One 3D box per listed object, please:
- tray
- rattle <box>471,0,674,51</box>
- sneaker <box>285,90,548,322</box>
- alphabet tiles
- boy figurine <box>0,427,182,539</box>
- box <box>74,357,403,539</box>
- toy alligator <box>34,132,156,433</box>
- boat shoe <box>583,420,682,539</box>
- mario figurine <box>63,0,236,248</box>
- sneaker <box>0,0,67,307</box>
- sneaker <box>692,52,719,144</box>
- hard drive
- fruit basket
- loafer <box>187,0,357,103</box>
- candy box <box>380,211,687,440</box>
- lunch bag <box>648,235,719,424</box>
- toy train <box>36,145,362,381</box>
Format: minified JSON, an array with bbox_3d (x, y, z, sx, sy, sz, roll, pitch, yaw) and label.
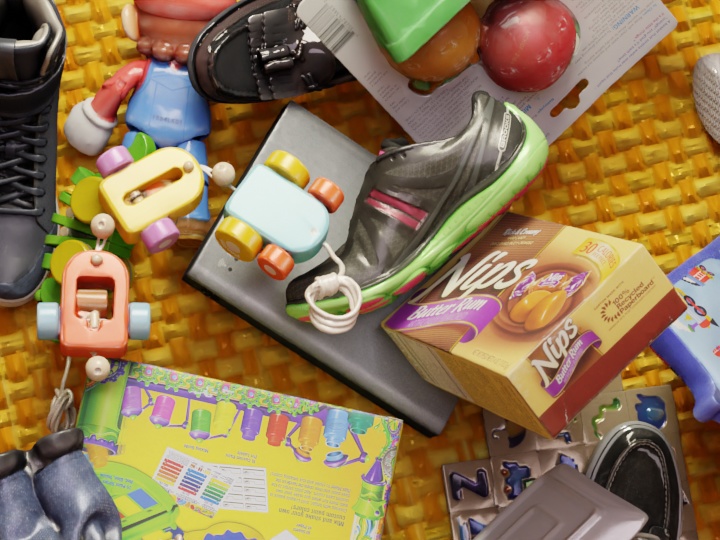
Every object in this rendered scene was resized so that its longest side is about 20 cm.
[{"bbox_3d":[0.082,0.200,1.392,0.200,0.107,0.022,-42,119,-11],"label":"tray"},{"bbox_3d":[0.114,-0.228,1.476,0.200,0.143,0.131,40,78,-19],"label":"rattle"},{"bbox_3d":[0.028,-0.039,1.409,0.200,0.077,0.084,-39,84,-3],"label":"sneaker"},{"bbox_3d":[0.139,0.152,1.465,0.165,0.008,0.202,-7,75,-7],"label":"alphabet tiles"},{"bbox_3d":[-0.154,0.193,1.269,0.123,0.064,0.201,-22,79,-10],"label":"boy figurine"},{"bbox_3d":[-0.092,0.176,1.374,0.198,0.122,0.194,13,74,-2],"label":"box"},{"bbox_3d":[-0.184,0.004,1.408,0.054,0.059,0.202,16,87,26],"label":"toy alligator"},{"bbox_3d":[0.173,0.193,1.416,0.071,0.071,0.202,11,74,-3],"label":"boat shoe"},{"bbox_3d":[-0.123,-0.117,1.491,0.123,0.106,0.202,14,82,-39],"label":"mario figurine"},{"bbox_3d":[-0.230,-0.088,1.424,0.076,0.146,0.204,2,76,-7],"label":"sneaker"},{"bbox_3d":[0.317,-0.099,1.482,0.114,0.076,0.200,-17,37,-16],"label":"sneaker"},{"bbox_3d":[0.000,0.000,1.461,0.199,0.033,0.140,33,73,-8],"label":"hard drive"},{"bbox_3d":[0.083,-0.169,1.435,0.185,0.094,0.200,-43,123,7],"label":"fruit basket"},{"bbox_3d":[-0.022,-0.156,1.464,0.199,0.063,0.073,-18,108,-36],"label":"loafer"},{"bbox_3d":[0.103,0.029,1.354,0.117,0.200,0.057,-42,111,-10],"label":"candy box"},{"bbox_3d":[0.249,0.059,1.402,0.151,0.094,0.200,49,32,8],"label":"lunch bag"},{"bbox_3d":[-0.103,-0.002,1.358,0.198,0.056,0.152,-3,69,-9],"label":"toy train"}]
